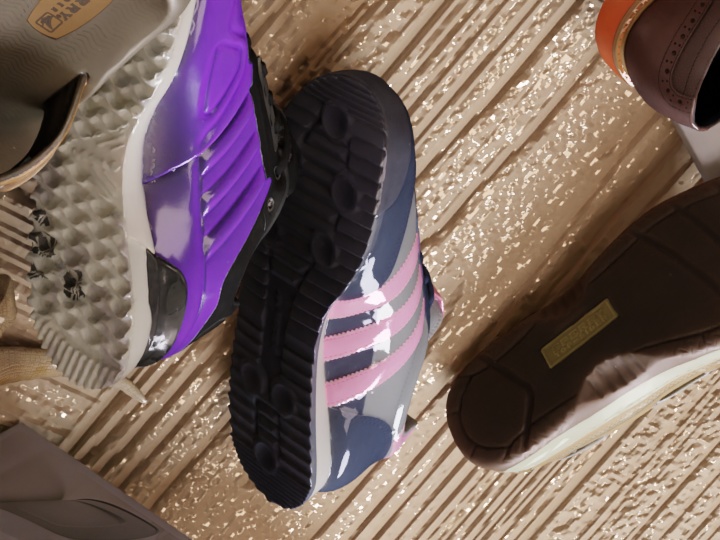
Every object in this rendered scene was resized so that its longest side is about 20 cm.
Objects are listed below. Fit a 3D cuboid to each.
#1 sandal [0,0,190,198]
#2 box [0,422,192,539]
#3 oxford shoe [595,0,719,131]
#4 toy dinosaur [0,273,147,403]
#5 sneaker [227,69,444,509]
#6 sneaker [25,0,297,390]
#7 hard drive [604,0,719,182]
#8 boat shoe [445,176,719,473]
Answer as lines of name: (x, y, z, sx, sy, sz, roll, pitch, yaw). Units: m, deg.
sandal: (-0.126, -0.059, 0.961, 0.080, 0.054, 0.200, 26, 142, -27)
box: (-0.139, 0.175, 1.054, 0.200, 0.176, 0.097, -30, 141, -42)
oxford shoe: (0.189, -0.124, 1.082, 0.200, 0.073, 0.071, -39, 133, 3)
toy dinosaur: (-0.166, 0.038, 1.068, 0.200, 0.058, 0.101, -24, 141, -41)
sneaker: (0.000, 0.000, 1.127, 0.082, 0.070, 0.201, -20, 138, -37)
sneaker: (-0.064, -0.060, 1.038, 0.099, 0.069, 0.201, -15, 125, -44)
hard drive: (0.178, -0.108, 1.157, 0.132, 0.027, 0.200, -36, 134, 0)
boat shoe: (0.131, 0.021, 1.205, 0.200, 0.072, 0.076, -31, 154, 22)
